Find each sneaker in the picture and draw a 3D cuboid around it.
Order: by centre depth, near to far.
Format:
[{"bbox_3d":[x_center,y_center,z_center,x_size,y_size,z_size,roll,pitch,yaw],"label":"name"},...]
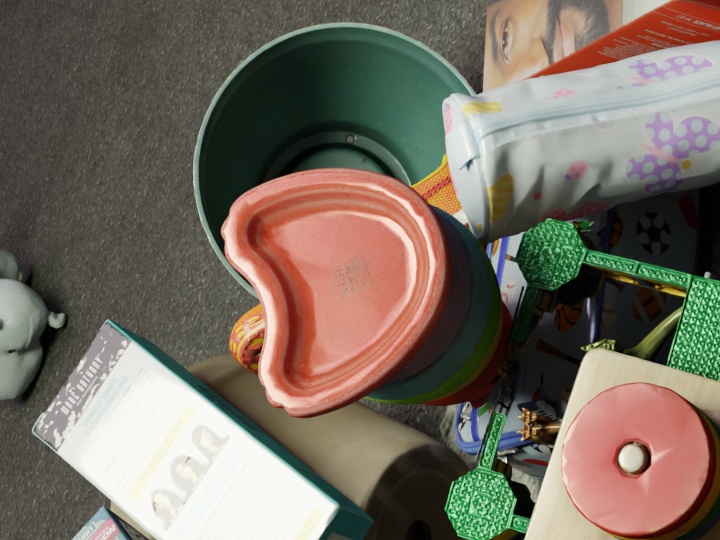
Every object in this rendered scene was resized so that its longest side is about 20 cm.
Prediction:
[{"bbox_3d":[0.000,0.000,1.284,0.077,0.199,0.073,46,157,35],"label":"sneaker"}]

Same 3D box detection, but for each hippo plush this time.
[{"bbox_3d":[-0.353,0.037,2.000,0.160,0.159,0.201,27,111,32],"label":"hippo plush"}]

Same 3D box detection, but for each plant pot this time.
[{"bbox_3d":[-0.025,0.155,1.262,0.173,0.200,0.201,1,70,44],"label":"plant pot"},{"bbox_3d":[-0.012,-0.052,1.389,0.134,0.199,0.202,112,176,-81],"label":"plant pot"}]

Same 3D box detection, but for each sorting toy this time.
[{"bbox_3d":[0.156,0.151,0.919,0.198,0.070,0.201,15,83,26],"label":"sorting toy"}]

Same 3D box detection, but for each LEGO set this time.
[{"bbox_3d":[0.137,0.078,1.060,0.153,0.116,0.201,4,77,24],"label":"LEGO set"}]

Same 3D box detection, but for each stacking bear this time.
[{"bbox_3d":[0.025,0.024,1.096,0.113,0.200,0.122,-22,71,14],"label":"stacking bear"}]

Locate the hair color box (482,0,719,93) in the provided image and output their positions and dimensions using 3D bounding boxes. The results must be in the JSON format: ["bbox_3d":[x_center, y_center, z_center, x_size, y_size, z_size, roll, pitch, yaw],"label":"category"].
[{"bbox_3d":[0.151,-0.171,1.217,0.200,0.064,0.112,-27,56,59],"label":"hair color box"}]

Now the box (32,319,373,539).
[{"bbox_3d":[-0.093,0.118,1.187,0.200,0.049,0.083,36,92,30],"label":"box"}]

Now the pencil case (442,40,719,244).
[{"bbox_3d":[0.143,-0.074,1.096,0.091,0.199,0.084,119,137,-84],"label":"pencil case"}]

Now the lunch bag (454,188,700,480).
[{"bbox_3d":[0.121,0.024,1.194,0.160,0.075,0.201,-19,53,58],"label":"lunch bag"}]

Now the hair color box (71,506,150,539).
[{"bbox_3d":[-0.104,0.228,1.154,0.100,0.200,0.061,-46,38,-1],"label":"hair color box"}]
